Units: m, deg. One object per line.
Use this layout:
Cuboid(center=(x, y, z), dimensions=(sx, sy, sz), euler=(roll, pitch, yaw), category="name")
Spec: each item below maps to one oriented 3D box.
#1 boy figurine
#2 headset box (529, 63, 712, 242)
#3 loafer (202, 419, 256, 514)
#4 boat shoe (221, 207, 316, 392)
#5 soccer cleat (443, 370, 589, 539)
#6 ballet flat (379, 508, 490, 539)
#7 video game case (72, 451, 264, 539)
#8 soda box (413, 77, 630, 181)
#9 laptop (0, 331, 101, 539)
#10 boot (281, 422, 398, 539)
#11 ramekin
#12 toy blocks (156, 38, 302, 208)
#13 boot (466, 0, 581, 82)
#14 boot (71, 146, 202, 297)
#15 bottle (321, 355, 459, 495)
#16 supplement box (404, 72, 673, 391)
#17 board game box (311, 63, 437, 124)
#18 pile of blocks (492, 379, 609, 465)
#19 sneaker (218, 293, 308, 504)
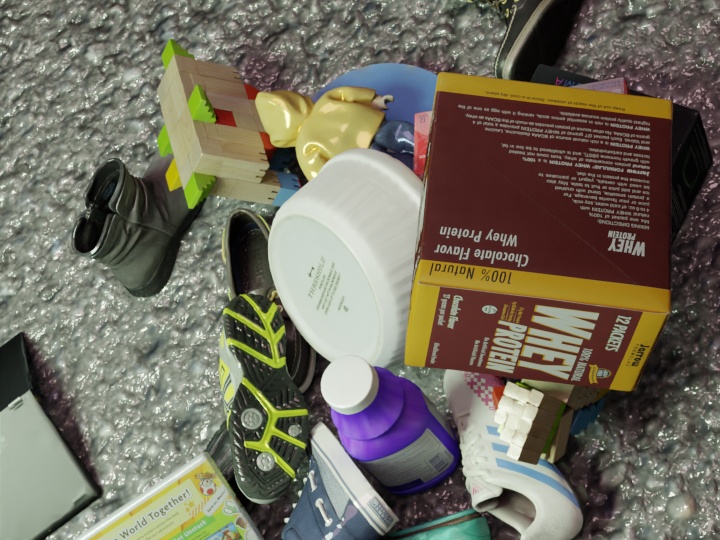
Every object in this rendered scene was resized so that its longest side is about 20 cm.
Cuboid(center=(-0.016, -0.123, 1.482), dimensions=(0.198, 0.065, 0.126), euler=(17, 73, 15), category="boy figurine")
Cuboid(center=(0.204, -0.066, 1.406), dimensions=(0.173, 0.093, 0.202), euler=(22, 75, 30), category="headset box")
Cuboid(center=(-0.135, 0.228, 1.410), dimensions=(0.070, 0.068, 0.202), euler=(15, 67, 38), category="loafer")
Cuboid(center=(-0.097, 0.031, 1.499), dimensions=(0.071, 0.061, 0.203), euler=(-23, 58, 9), category="boat shoe")
Cuboid(center=(0.117, 0.160, 1.328), dimensions=(0.086, 0.070, 0.201), euler=(-21, 54, -25), category="soccer cleat")
Cuboid(center=(0.021, 0.261, 1.335), dimensions=(0.197, 0.067, 0.071), euler=(-14, 79, 18), category="ballet flat")
Cuboid(center=(-0.171, 0.293, 1.361), dimensions=(0.199, 0.023, 0.183), euler=(-33, 93, 4), category="video game case")
Cuboid(center=(0.148, -0.114, 1.361), dimensions=(0.197, 0.063, 0.071), euler=(-8, 62, 20), category="soda box")
Cuboid(center=(-0.383, 0.198, 1.563), dimensions=(0.186, 0.116, 0.201), euler=(-36, 85, 2), category="laptop")
Cuboid(center=(-0.036, 0.201, 1.332), dimensions=(0.090, 0.073, 0.200), euler=(-40, 15, -3), category="boot")
Cuboid(center=(0.000, 0.000, 1.383), dimensions=(0.094, 0.204, 0.202), euler=(-31, 50, -33), category="ramekin")
Cuboid(center=(-0.127, -0.142, 1.561), dimensions=(0.100, 0.135, 0.201), euler=(-57, 39, 36), category="toy blocks")
Cuboid(center=(0.142, -0.279, 1.551), dimensions=(0.149, 0.073, 0.202), euler=(17, 68, 27), category="boot")
Cuboid(center=(-0.224, -0.084, 1.567), dimensions=(0.069, 0.132, 0.203), euler=(2, 65, 24), category="boot")
Cuboid(center=(0.022, 0.133, 1.316), dimensions=(0.083, 0.200, 0.066), euler=(-26, 57, 9), category="bottle")
Cuboid(center=(0.143, -0.030, 1.230), dimensions=(0.194, 0.133, 0.202), euler=(7, 59, 0), category="supplement box")
Cuboid(center=(0.024, -0.114, 1.539), dimensions=(0.156, 0.039, 0.202), euler=(-17, 64, 8), category="board game box")
Cuboid(center=(0.161, 0.110, 1.308), dimensions=(0.062, 0.199, 0.083), euler=(23, 115, 30), category="pile of blocks")
Cuboid(center=(-0.092, 0.124, 1.400), dimensions=(0.074, 0.077, 0.202), euler=(2, 58, -12), category="sneaker")
